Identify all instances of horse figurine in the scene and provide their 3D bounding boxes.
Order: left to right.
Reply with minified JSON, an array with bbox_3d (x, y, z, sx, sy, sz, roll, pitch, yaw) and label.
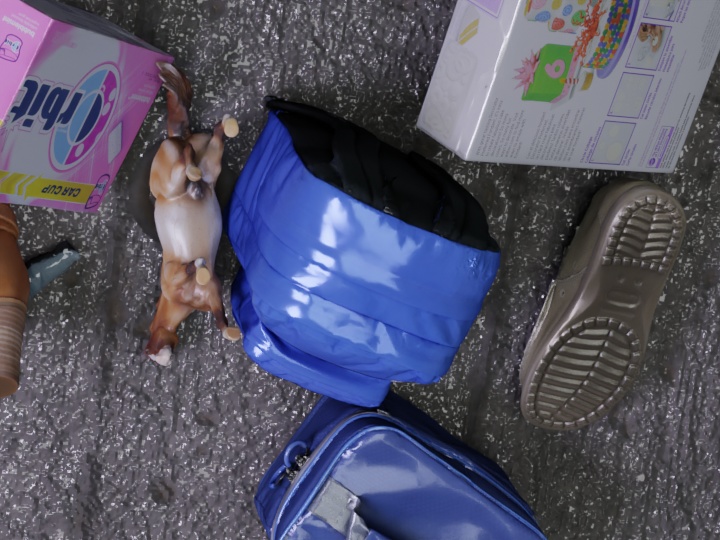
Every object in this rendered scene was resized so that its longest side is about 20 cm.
[{"bbox_3d":[-0.111,-0.033,1.268,0.049,0.132,0.202,-4,93,-18],"label":"horse figurine"}]

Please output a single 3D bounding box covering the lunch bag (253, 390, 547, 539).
[{"bbox_3d":[0.025,0.173,1.331,0.199,0.132,0.136,33,95,-18],"label":"lunch bag"}]

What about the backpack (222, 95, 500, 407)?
[{"bbox_3d":[0.000,0.000,1.248,0.161,0.200,0.169,17,100,-16],"label":"backpack"}]

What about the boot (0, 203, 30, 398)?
[{"bbox_3d":[-0.305,-0.002,1.210,0.198,0.077,0.157,1,63,-15],"label":"boot"}]

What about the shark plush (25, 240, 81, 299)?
[{"bbox_3d":[-0.267,0.056,1.296,0.201,0.090,0.083,-55,129,-16],"label":"shark plush"}]

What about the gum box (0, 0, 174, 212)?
[{"bbox_3d":[-0.195,-0.104,1.189,0.066,0.200,0.114,29,97,14],"label":"gum box"}]

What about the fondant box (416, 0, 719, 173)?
[{"bbox_3d":[0.145,-0.143,1.264,0.199,0.058,0.146,0,117,-41],"label":"fondant box"}]

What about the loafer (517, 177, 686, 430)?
[{"bbox_3d":[0.167,0.022,1.361,0.075,0.068,0.201,19,115,-14],"label":"loafer"}]
